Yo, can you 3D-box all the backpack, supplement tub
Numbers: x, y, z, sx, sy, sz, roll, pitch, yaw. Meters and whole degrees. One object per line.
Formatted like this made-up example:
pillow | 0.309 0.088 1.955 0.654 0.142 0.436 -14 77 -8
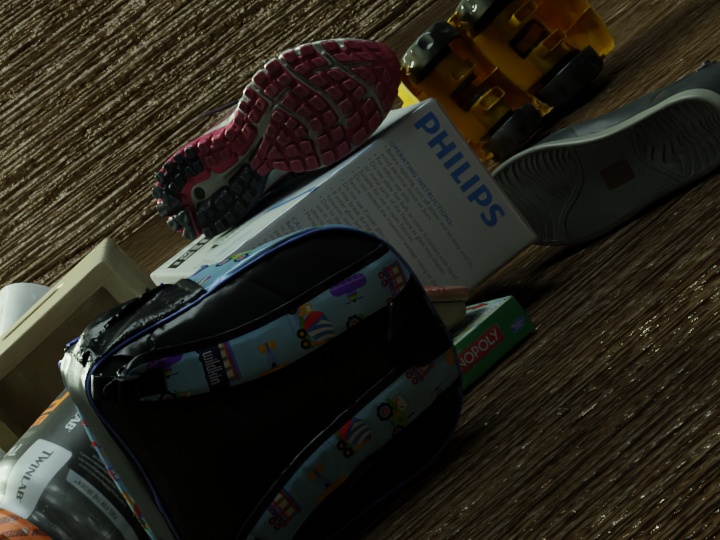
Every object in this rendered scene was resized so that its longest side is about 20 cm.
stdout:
backpack | -0.052 0.069 1.437 0.200 0.183 0.135 -35 14 -14
supplement tub | -0.168 0.135 1.674 0.200 0.123 0.122 -49 15 -29

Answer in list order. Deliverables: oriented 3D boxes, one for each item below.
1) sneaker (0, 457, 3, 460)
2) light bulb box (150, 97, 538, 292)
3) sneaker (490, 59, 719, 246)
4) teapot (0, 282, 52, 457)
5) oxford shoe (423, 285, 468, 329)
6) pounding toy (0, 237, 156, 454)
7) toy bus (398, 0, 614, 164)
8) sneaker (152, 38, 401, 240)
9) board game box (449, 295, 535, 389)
sneaker | -0.181 0.158 1.812 0.200 0.085 0.078 -17 14 12
light bulb box | -0.016 -0.008 1.702 0.200 0.125 0.198 -38 9 -12
sneaker | 0.185 -0.080 1.714 0.200 0.075 0.106 -20 11 30
teapot | -0.264 0.111 2.158 0.197 0.146 0.200 124 156 -51
oxford shoe | -0.019 0.060 1.560 0.200 0.074 0.071 -18 0 -13
pounding toy | -0.172 0.081 1.906 0.200 0.184 0.142 -43 10 4
toy bus | 0.108 -0.166 2.281 0.200 0.136 0.192 -43 -2 -28
sneaker | -0.055 -0.099 1.661 0.200 0.081 0.075 -30 9 29
board game box | 0.017 0.077 1.629 0.135 0.029 0.200 -39 9 -24
